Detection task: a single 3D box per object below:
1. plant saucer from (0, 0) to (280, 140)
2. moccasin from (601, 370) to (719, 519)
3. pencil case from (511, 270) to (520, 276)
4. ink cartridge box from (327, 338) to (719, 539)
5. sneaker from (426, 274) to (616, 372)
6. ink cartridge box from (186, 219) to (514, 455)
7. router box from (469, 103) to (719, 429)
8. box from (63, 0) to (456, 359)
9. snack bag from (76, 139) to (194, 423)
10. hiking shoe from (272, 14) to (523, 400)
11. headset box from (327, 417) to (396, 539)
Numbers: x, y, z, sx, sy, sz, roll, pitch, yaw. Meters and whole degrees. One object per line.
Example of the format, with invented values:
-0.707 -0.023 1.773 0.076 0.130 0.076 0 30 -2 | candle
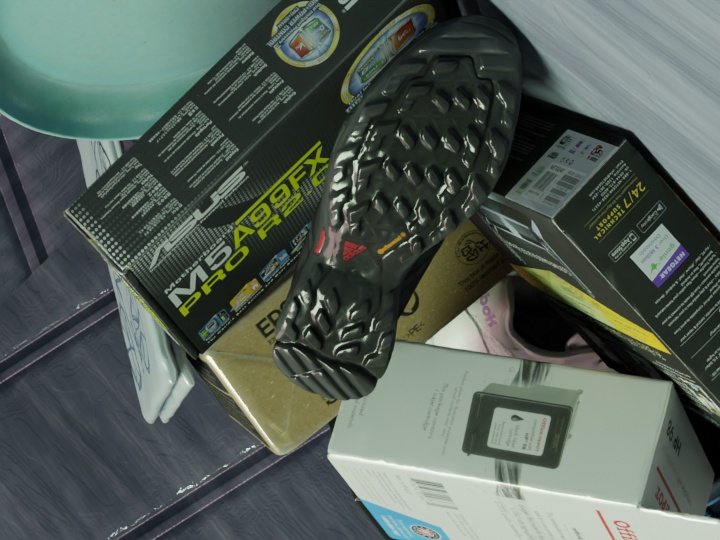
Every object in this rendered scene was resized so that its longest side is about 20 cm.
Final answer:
-0.088 -0.131 1.317 0.200 0.199 0.028 53 -166 -60 | plant saucer
0.172 0.103 1.490 0.068 0.081 0.199 -1 169 45 | moccasin
0.126 0.071 1.718 0.083 0.087 0.200 28 161 49 | pencil case
0.098 0.096 1.367 0.199 0.067 0.116 8 157 22 | ink cartridge box
0.127 0.054 1.525 0.199 0.100 0.075 17 -126 -30 | sneaker
0.000 0.000 1.507 0.075 0.200 0.165 52 173 -12 | ink cartridge box
0.121 -0.004 1.346 0.157 0.052 0.200 46 175 -20 | router box
-0.037 -0.059 1.336 0.044 0.200 0.160 44 174 17 | box
-0.125 -0.023 1.521 0.189 0.021 0.201 124 131 -78 | snack bag
0.014 -0.043 1.315 0.075 0.201 0.101 24 -153 -11 | hiking shoe
0.036 0.095 1.673 0.149 0.075 0.200 54 -171 -38 | headset box
